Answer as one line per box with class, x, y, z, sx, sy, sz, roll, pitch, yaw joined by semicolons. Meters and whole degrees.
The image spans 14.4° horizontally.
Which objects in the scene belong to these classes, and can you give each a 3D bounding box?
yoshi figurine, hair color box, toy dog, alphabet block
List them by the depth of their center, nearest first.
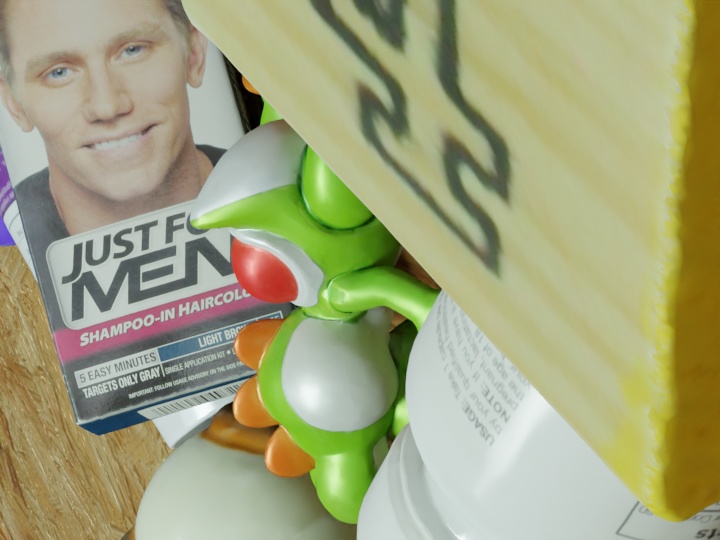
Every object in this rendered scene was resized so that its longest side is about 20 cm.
alphabet block;0.081;-0.105;0.616;0.200;0.195;0.197;46;156;36
yoshi figurine;0.013;-0.004;1.083;0.112;0.112;0.201;5;113;27
hair color box;-0.092;-0.043;1.163;0.061;0.100;0.201;68;-175;-82
toy dog;-0.020;0.151;1.173;0.200;0.193;0.140;50;120;37

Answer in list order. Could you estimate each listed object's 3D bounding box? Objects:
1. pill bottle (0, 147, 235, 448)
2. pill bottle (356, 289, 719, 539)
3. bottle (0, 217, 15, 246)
pill bottle;-0.096;-0.029;1.249;0.201;0.111;0.111;60;159;6
pill bottle;0.077;0.026;0.808;0.114;0.114;0.200;53;135;25
bottle;-0.198;-0.113;1.456;0.201;0.065;0.083;66;159;-8
